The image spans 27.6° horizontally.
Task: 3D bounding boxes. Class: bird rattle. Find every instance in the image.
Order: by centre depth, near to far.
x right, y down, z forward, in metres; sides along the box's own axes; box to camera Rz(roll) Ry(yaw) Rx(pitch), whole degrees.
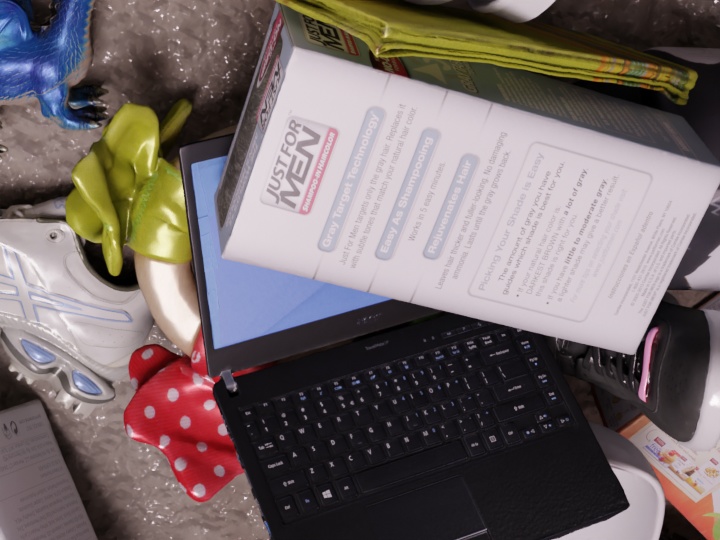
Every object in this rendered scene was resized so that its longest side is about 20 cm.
[{"bbox_3d":[-0.062,0.005,0.730,0.162,0.113,0.202,-22,98,3],"label":"bird rattle"}]

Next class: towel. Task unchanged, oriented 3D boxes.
[{"bbox_3d":[0.056,-0.099,0.637,0.199,0.086,0.018,1,109,-42],"label":"towel"}]

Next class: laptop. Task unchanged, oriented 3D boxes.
[{"bbox_3d":[0.024,0.032,0.686,0.176,0.201,0.104,-15,153,-21],"label":"laptop"}]

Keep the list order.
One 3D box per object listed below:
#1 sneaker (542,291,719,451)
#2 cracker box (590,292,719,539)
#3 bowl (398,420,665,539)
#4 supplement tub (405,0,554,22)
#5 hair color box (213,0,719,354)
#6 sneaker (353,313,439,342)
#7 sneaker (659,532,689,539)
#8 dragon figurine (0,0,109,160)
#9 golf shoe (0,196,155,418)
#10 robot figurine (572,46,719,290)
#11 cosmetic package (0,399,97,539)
[{"bbox_3d":[0.128,0.041,0.759,0.098,0.200,0.072,10,98,-4],"label":"sneaker"},{"bbox_3d":[0.255,0.065,0.858,0.199,0.058,0.134,-38,118,17],"label":"cracker box"},{"bbox_3d":[0.051,0.148,0.809,0.198,0.075,0.201,9,122,-6],"label":"bowl"},{"bbox_3d":[0.002,-0.196,0.590,0.198,0.145,0.145,22,117,-17],"label":"supplement tub"},{"bbox_3d":[0.045,-0.038,0.639,0.198,0.061,0.100,13,117,-18],"label":"hair color box"},{"bbox_3d":[0.000,0.000,0.787,0.083,0.077,0.201,16,117,-18],"label":"sneaker"},{"bbox_3d":[0.178,0.235,0.955,0.111,0.073,0.201,32,133,7],"label":"sneaker"},{"bbox_3d":[-0.185,-0.109,0.715,0.198,0.059,0.100,-17,119,1],"label":"dragon figurine"},{"bbox_3d":[-0.195,-0.011,0.778,0.199,0.078,0.098,34,96,-28],"label":"golf shoe"},{"bbox_3d":[0.198,-0.049,0.745,0.198,0.150,0.126,1,101,-5],"label":"robot figurine"},{"bbox_3d":[-0.244,0.208,0.813,0.198,0.123,0.202,-25,88,10],"label":"cosmetic package"}]
